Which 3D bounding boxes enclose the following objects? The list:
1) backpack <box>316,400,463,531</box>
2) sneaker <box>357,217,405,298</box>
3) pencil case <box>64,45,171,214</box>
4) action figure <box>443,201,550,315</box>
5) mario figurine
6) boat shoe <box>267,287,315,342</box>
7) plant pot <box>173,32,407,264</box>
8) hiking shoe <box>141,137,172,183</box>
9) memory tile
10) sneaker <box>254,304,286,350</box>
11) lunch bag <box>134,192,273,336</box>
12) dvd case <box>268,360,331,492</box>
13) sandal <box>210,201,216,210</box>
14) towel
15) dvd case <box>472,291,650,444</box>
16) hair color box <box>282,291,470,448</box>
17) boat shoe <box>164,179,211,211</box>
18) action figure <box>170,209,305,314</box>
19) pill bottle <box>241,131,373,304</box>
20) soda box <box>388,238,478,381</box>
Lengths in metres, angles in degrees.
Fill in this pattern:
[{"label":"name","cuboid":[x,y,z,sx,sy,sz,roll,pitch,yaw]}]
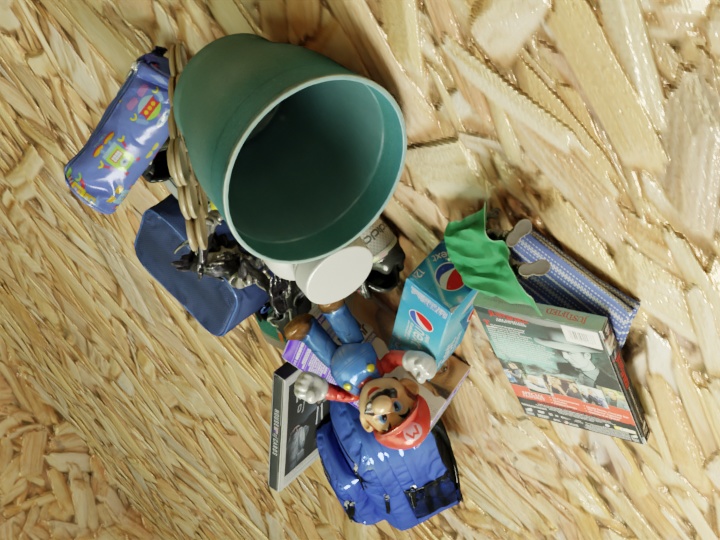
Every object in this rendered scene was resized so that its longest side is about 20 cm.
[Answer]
[{"label":"backpack","cuboid":[0.033,0.227,1.798,0.163,0.168,0.200,56,169,38]},{"label":"sneaker","cuboid":[0.000,0.000,1.620,0.087,0.074,0.200,47,154,8]},{"label":"pencil case","cuboid":[-0.270,-0.163,1.645,0.087,0.200,0.078,30,-165,-28]},{"label":"action figure","cuboid":[0.124,-0.019,1.380,0.118,0.055,0.200,67,167,-8]},{"label":"mario figurine","cuboid":[0.003,0.116,1.581,0.200,0.106,0.123,49,134,9]},{"label":"boat shoe","cuboid":[-0.088,0.047,1.788,0.073,0.063,0.200,-99,13,-52]},{"label":"plant pot","cuboid":[-0.087,-0.140,1.392,0.188,0.200,0.200,45,165,44]},{"label":"hiking shoe","cuboid":[-0.248,-0.161,1.724,0.200,0.101,0.076,22,154,44]},{"label":"memory tile","cuboid":[-0.188,-0.134,1.533,0.153,0.017,0.200,79,-176,-49]},{"label":"sneaker","cuboid":[-0.080,0.071,1.894,0.200,0.071,0.080,13,140,46]},{"label":"lunch bag","cuboid":[-0.176,-0.023,1.815,0.200,0.132,0.136,45,146,7]},{"label":"dvd case","cuboid":[-0.060,0.170,1.796,0.025,0.150,0.200,29,135,26]},{"label":"sandal","cuboid":[-0.132,-0.151,1.604,0.087,0.080,0.200,0,140,-1]},{"label":"towel","cuboid":[0.206,0.043,1.420,0.145,0.024,0.200,38,156,19]},{"label":"dvd case","cuboid":[0.206,0.101,1.432,0.146,0.022,0.200,11,148,35]},{"label":"hair color box","cuboid":[0.019,0.111,1.699,0.200,0.109,0.065,34,137,7]},{"label":"boat shoe","cuboid":[-0.160,-0.101,1.725,0.199,0.074,0.068,32,149,22]},{"label":"action figure","cuboid":[-0.139,-0.024,1.644,0.200,0.119,0.102,26,116,37]},{"label":"pill bottle","cuboid":[-0.072,-0.061,1.512,0.200,0.111,0.111,52,165,32]},{"label":"soda box","cuboid":[0.084,0.047,1.567,0.064,0.068,0.200,38,157,12]}]
